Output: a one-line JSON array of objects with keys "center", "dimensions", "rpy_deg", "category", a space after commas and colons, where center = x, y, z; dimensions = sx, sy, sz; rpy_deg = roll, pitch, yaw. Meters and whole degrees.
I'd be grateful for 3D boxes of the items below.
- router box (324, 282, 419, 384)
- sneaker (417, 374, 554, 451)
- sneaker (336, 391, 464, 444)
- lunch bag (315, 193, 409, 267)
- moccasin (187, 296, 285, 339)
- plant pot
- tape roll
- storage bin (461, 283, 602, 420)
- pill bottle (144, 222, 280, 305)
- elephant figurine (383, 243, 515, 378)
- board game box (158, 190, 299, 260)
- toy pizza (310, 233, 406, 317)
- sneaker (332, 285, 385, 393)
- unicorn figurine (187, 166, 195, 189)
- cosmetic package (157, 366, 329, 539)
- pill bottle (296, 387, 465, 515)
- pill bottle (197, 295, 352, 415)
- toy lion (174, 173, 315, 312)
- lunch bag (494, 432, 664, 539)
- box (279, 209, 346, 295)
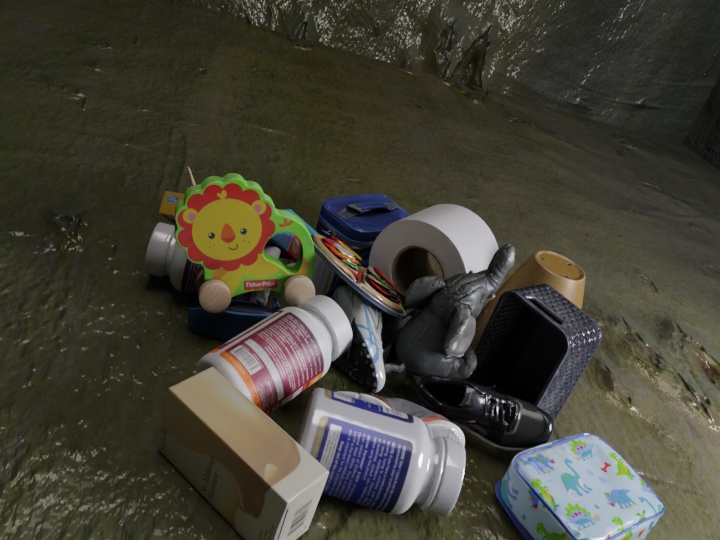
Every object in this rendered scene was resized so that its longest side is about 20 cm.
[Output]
[{"center": [0.005, 0.087, 1.109], "dimensions": [0.148, 0.051, 0.199], "rpy_deg": [33, 36, 23], "category": "router box"}, {"center": [0.173, 0.200, 0.952], "dimensions": [0.198, 0.076, 0.088], "rpy_deg": [12, -19, 20], "category": "sneaker"}, {"center": [0.043, 0.212, 0.934], "dimensions": [0.198, 0.078, 0.082], "rpy_deg": [21, 9, -8], "category": "sneaker"}, {"center": [0.001, -0.076, 1.304], "dimensions": [0.199, 0.133, 0.136], "rpy_deg": [-13, 41, -44], "category": "lunch bag"}, {"center": [-0.159, 0.070, 1.020], "dimensions": [0.198, 0.081, 0.068], "rpy_deg": [18, 28, -4], "category": "moccasin"}, {"center": [0.307, 0.074, 1.172], "dimensions": [0.184, 0.202, 0.187], "rpy_deg": [15, 29, -9], "category": "plant pot"}, {"center": [0.132, -0.007, 1.201], "dimensions": [0.202, 0.204, 0.139], "rpy_deg": [33, 33, 23], "category": "tape roll"}, {"center": [0.259, 0.137, 1.033], "dimensions": [0.093, 0.202, 0.135], "rpy_deg": [-8, 39, -39], "category": "storage bin"}, {"center": [-0.236, -0.010, 1.075], "dimensions": [0.198, 0.113, 0.113], "rpy_deg": [16, 29, -8], "category": "pill bottle"}, {"center": [0.129, 0.060, 0.993], "dimensions": [0.140, 0.201, 0.156], "rpy_deg": [18, 43, 2], "category": "elephant figurine"}, {"center": [-0.214, -0.073, 1.130], "dimensions": [0.198, 0.041, 0.153], "rpy_deg": [11, -14, 17], "category": "board game box"}, {"center": [0.000, 0.000, 1.056], "dimensions": [0.200, 0.032, 0.200], "rpy_deg": [40, 6, -5], "category": "toy pizza"}, {"center": [0.010, 0.094, 0.989], "dimensions": [0.072, 0.072, 0.201], "rpy_deg": [3, 39, -19], "category": "sneaker"}, {"center": [-0.252, -0.114, 1.244], "dimensions": [0.136, 0.075, 0.200], "rpy_deg": [8, -12, -10], "category": "unicorn figurine"}, {"center": [-0.139, 0.216, 0.766], "dimensions": [0.199, 0.106, 0.071], "rpy_deg": [33, 32, 26], "category": "cosmetic package"}, {"center": [0.021, 0.228, 0.823], "dimensions": [0.198, 0.121, 0.120], "rpy_deg": [18, 29, -3], "category": "pill bottle"}, {"center": [-0.109, 0.117, 0.901], "dimensions": [0.109, 0.110, 0.199], "rpy_deg": [36, 47, 27], "category": "pill bottle"}, {"center": [-0.163, -0.042, 0.960], "dimensions": [0.197, 0.194, 0.069], "rpy_deg": [-2, 24, -15], "category": "toy lion"}, {"center": [0.290, 0.303, 0.896], "dimensions": [0.198, 0.083, 0.161], "rpy_deg": [-4, 38, -36], "category": "lunch bag"}, {"center": [-0.099, -0.025, 1.215], "dimensions": [0.049, 0.083, 0.200], "rpy_deg": [-9, 40, -43], "category": "box"}]
